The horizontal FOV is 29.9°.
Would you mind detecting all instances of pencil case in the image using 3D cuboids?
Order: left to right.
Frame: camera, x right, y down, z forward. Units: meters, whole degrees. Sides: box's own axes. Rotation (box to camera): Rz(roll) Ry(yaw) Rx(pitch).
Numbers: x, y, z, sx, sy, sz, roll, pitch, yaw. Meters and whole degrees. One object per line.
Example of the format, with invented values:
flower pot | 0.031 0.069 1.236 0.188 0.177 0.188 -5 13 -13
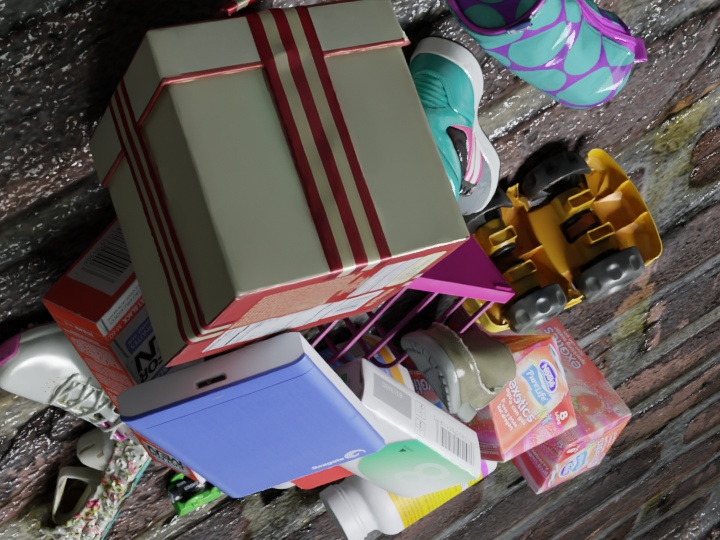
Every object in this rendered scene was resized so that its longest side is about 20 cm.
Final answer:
pencil case | 0.143 -0.189 1.027 0.092 0.086 0.200 -15 164 26

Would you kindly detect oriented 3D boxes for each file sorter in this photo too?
file sorter | 0.000 0.000 1.102 0.125 0.139 0.199 -46 152 22

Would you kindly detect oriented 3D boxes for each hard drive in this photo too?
hard drive | -0.070 0.108 0.961 0.131 0.026 0.200 -19 152 8

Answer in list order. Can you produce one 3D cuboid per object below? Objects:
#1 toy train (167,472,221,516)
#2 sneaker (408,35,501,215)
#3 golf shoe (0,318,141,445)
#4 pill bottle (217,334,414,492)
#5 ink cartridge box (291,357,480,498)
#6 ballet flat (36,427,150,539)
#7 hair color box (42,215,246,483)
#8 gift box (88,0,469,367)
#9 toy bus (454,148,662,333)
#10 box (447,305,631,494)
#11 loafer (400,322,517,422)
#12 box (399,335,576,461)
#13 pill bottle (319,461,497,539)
toy train | -0.110 0.196 1.395 0.199 0.042 0.056 -24 161 -23
sneaker | 0.057 -0.075 1.061 0.121 0.083 0.200 -61 155 -24
golf shoe | -0.202 0.091 1.061 0.075 0.092 0.199 -44 151 21
pill bottle | -0.054 0.142 1.292 0.199 0.112 0.112 -19 149 -31
ink cartridge box | -0.024 0.152 1.137 0.199 0.050 0.161 -25 138 32
ballet flat | -0.232 0.181 1.202 0.064 0.076 0.201 22 118 -20
hair color box | -0.141 0.054 1.007 0.111 0.064 0.201 -52 143 -25
gift box | -0.050 -0.065 0.851 0.199 0.188 0.184 -14 169 -32
toy bus | 0.163 -0.006 1.320 0.199 0.136 0.192 -24 167 -19
box | 0.180 0.119 1.434 0.094 0.200 0.103 -19 149 -31
loafer | 0.085 0.072 1.100 0.069 0.075 0.200 -36 166 1
box | 0.107 0.124 1.350 0.102 0.095 0.199 -20 -172 -33
pill bottle | 0.054 0.239 1.584 0.199 0.104 0.104 -31 153 -11
